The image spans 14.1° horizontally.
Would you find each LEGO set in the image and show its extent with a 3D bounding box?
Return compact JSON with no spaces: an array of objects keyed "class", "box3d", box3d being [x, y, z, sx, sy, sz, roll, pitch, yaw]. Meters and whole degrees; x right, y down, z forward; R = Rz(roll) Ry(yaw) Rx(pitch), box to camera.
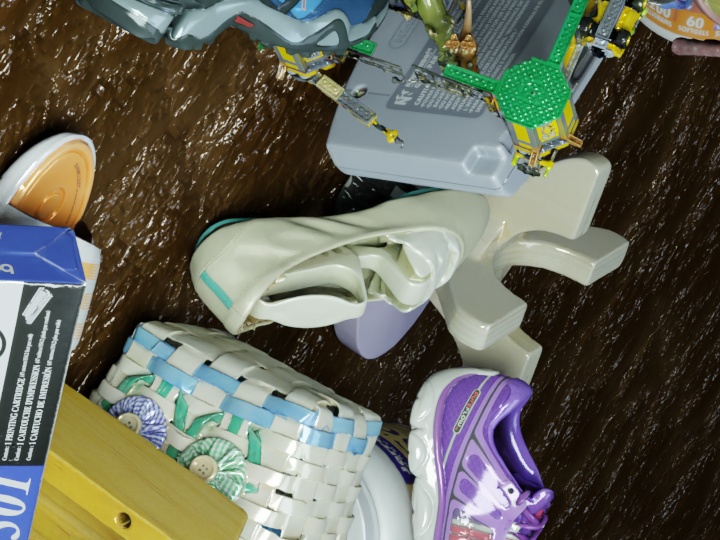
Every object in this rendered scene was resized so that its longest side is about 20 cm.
[{"class":"LEGO set","box3d":[0.054,-0.127,1.514,0.116,0.200,0.154,62,42,-68]}]

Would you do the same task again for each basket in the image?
[{"class":"basket","box3d":[-0.094,0.137,1.566,0.139,0.176,0.200,3,109,-63]}]

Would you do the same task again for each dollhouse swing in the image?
[{"class":"dollhouse swing","box3d":[-0.172,0.196,1.443,0.176,0.182,0.200,-22,141,-59]}]

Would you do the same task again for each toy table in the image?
[{"class":"toy table","box3d":[0.074,-0.010,1.800,0.184,0.117,0.200,-37,150,-43]}]

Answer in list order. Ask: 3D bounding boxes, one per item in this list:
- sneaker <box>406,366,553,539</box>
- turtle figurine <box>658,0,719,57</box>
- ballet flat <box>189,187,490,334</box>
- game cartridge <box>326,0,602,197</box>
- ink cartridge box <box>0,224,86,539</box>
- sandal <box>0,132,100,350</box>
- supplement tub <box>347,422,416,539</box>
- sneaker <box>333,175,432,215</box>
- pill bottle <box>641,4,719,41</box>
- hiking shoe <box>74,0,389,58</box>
[{"class":"sneaker","box3d":[0.075,0.158,1.726,0.081,0.083,0.200,-12,100,-68]},{"class":"turtle figurine","box3d":[0.230,-0.187,1.514,0.200,0.144,0.194,-36,-155,10]},{"class":"ballet flat","box3d":[0.000,0.000,1.623,0.200,0.069,0.070,-10,134,-31]},{"class":"game cartridge","box3d":[0.070,-0.125,1.596,0.200,0.133,0.040,-57,139,-26]},{"class":"ink cartridge box","box3d":[-0.192,0.068,1.352,0.094,0.044,0.200,2,129,-18]},{"class":"sandal","box3d":[-0.166,0.032,1.403,0.207,0.059,0.079,-62,159,12]},{"class":"supplement tub","box3d":[-0.016,0.164,1.803,0.145,0.145,0.200,-60,159,7]},{"class":"sneaker","box3d":[0.059,-0.094,1.709,0.200,0.066,0.091,-49,-167,21]},{"class":"pill bottle","box3d":[0.227,-0.242,1.815,0.112,0.112,0.200,-44,155,-31]},{"class":"hiking shoe","box3d":[-0.043,-0.152,1.373,0.200,0.074,0.087,-9,125,-54]}]
